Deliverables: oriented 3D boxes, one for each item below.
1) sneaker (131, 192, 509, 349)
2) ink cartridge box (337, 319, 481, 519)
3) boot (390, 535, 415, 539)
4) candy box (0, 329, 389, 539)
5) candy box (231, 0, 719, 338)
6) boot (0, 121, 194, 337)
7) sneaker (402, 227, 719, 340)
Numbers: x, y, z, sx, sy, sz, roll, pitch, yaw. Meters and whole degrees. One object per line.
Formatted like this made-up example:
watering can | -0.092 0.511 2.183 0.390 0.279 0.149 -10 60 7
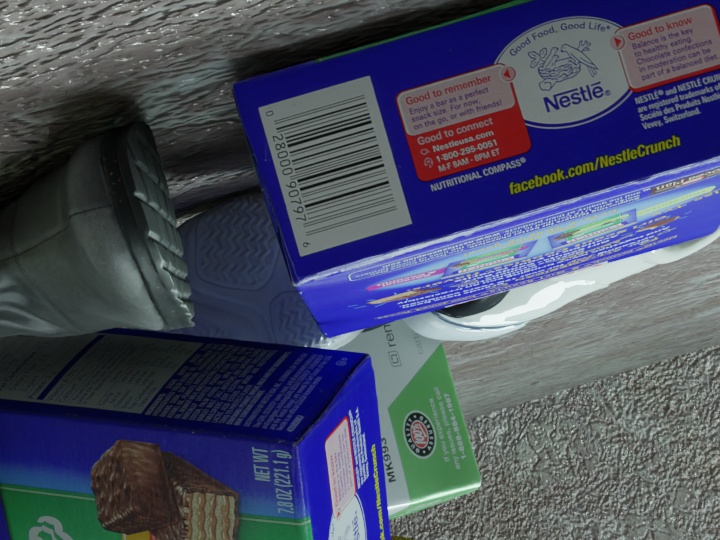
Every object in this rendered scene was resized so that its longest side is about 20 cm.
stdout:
sneaker | 0.000 0.000 0.969 0.199 0.076 0.114 -19 169 9
ink cartridge box | -0.059 0.060 1.031 0.200 0.146 0.087 -9 171 -34
boot | -0.012 0.153 1.036 0.144 0.071 0.201 -16 178 -43
candy box | -0.092 0.114 0.872 0.199 0.170 0.077 5 -154 23
candy box | 0.050 -0.038 0.793 0.169 0.077 0.200 -16 171 0
boot | -0.130 0.003 0.773 0.131 0.070 0.200 -12 172 -8
sneaker | 0.103 -0.022 1.071 0.200 0.073 0.071 -22 175 -34
